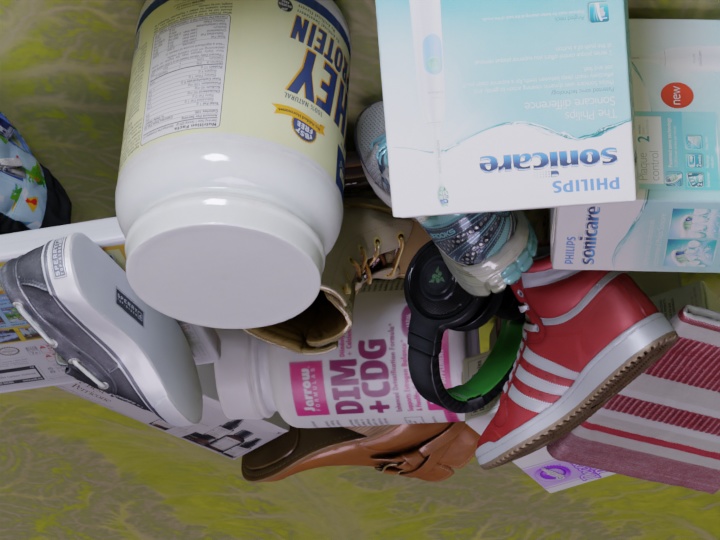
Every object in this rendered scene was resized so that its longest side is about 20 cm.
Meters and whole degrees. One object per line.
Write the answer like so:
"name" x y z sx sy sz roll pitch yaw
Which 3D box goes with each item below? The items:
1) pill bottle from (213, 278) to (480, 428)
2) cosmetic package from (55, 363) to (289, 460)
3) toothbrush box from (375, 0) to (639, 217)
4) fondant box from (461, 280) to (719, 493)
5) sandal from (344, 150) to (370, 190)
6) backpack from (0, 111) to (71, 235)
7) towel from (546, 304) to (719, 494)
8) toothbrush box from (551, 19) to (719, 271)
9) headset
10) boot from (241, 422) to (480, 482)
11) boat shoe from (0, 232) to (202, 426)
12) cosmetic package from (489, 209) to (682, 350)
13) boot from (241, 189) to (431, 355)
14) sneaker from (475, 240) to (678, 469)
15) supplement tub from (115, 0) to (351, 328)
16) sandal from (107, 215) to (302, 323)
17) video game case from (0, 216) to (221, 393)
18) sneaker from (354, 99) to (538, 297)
"pill bottle" -0.009 0.066 1.612 0.198 0.114 0.114 -4 147 10
"cosmetic package" -0.160 0.097 1.732 0.199 0.051 0.082 26 140 -32
"toothbrush box" 0.086 -0.137 1.205 0.145 0.202 0.085 -4 -174 10
"fondant box" 0.195 0.091 1.526 0.199 0.059 0.144 -19 144 26
"sandal" -0.067 -0.083 1.438 0.198 0.055 0.082 -4 176 -15
"backpack" -0.320 -0.069 1.419 0.162 0.155 0.199 -13 165 33
"towel" 0.240 0.093 1.462 0.143 0.023 0.200 13 142 -19
"toothbrush box" 0.222 -0.081 1.322 0.198 0.147 0.086 1 147 4
"headset" 0.076 -0.001 1.450 0.094 0.202 0.123 23 -157 35
"boot" 0.002 0.156 1.795 0.154 0.074 0.199 22 146 -34
"boat shoe" -0.175 0.049 1.398 0.067 0.072 0.200 -17 143 19
"cosmetic package" 0.169 0.037 1.577 0.102 0.088 0.200 5 147 -10
"boot" 0.000 0.000 1.465 0.198 0.156 0.073 10 121 -7
"sneaker" 0.126 0.052 1.425 0.071 0.113 0.200 -19 161 -46
"supplement tub" -0.080 -0.080 1.309 0.144 0.201 0.145 2 148 1
"sandal" -0.110 0.012 1.521 0.199 0.075 0.045 21 116 23
"video game case" -0.218 0.028 1.451 0.198 0.023 0.182 -8 148 10
"sneaker" 0.048 -0.072 1.348 0.077 0.200 0.086 -39 131 -2
